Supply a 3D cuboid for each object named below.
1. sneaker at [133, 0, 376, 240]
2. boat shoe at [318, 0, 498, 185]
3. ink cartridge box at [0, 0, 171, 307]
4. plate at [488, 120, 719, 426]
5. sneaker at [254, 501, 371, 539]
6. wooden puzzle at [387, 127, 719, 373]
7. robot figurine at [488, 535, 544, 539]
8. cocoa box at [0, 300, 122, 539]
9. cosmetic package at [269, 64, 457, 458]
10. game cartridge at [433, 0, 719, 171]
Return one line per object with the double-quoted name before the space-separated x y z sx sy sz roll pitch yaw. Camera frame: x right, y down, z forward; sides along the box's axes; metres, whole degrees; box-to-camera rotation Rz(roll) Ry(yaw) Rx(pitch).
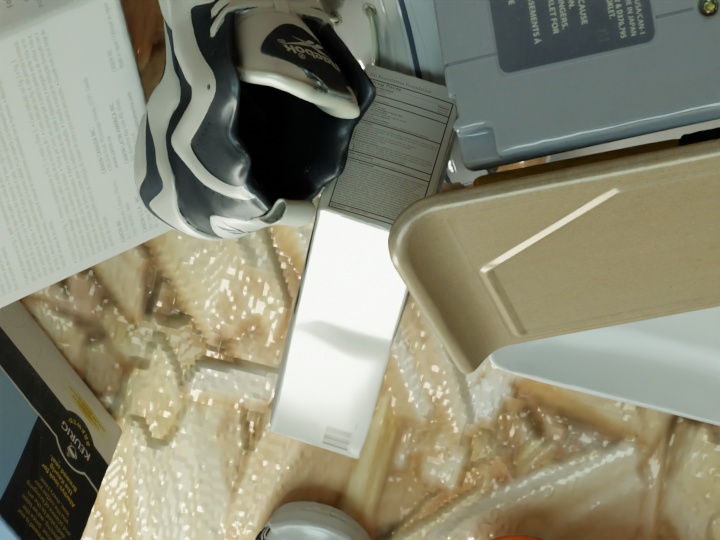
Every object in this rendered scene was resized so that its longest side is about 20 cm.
"sneaker" -0.037 -0.108 1.079 0.079 0.129 0.200 9 93 -33
"boat shoe" 0.011 -0.116 1.139 0.067 0.074 0.200 -7 125 12
"ink cartridge box" -0.189 -0.044 1.142 0.199 0.050 0.162 -23 140 -11
"plate" 0.176 -0.014 1.207 0.199 0.032 0.200 14 126 1
"sneaker" -0.036 0.224 1.370 0.075 0.115 0.200 11 127 3
"wooden puzzle" 0.121 -0.018 1.109 0.199 0.037 0.185 -15 159 8
"robot figurine" 0.113 0.208 1.329 0.199 0.144 0.117 22 97 -6
"cocoa box" -0.237 0.071 1.289 0.133 0.131 0.200 -23 118 25
"cosmetic package" 0.000 0.000 1.182 0.050 0.083 0.200 18 147 2
"game cartridge" 0.090 -0.150 1.054 0.133 0.042 0.201 -10 81 15
